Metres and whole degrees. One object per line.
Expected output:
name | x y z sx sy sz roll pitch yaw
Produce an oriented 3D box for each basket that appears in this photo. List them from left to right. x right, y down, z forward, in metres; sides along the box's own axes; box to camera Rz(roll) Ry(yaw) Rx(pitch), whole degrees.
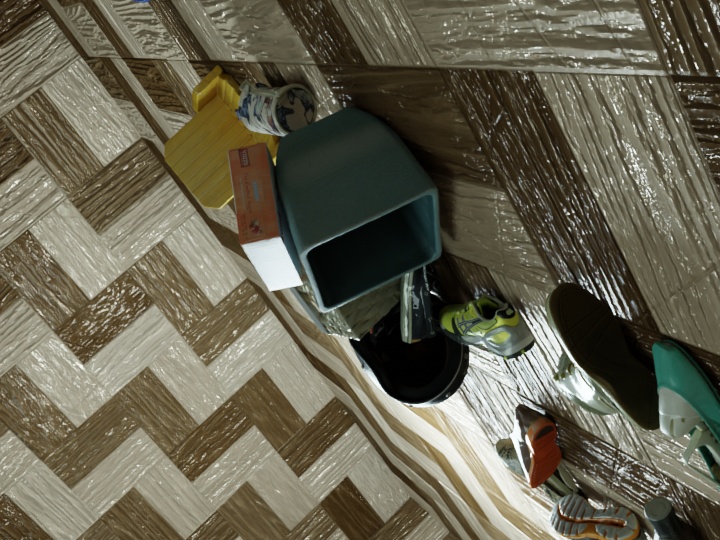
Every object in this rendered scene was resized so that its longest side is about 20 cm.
basket | 0.000 0.000 1.413 0.136 0.200 0.123 55 161 -27

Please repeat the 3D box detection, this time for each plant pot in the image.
plant pot | -0.019 -0.100 1.217 0.197 0.193 0.202 75 169 -63

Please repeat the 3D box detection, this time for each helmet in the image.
helmet | 0.091 0.130 1.495 0.191 0.201 0.199 43 170 -21

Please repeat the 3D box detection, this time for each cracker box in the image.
cracker box | -0.128 -0.068 1.216 0.200 0.057 0.136 77 -177 -70

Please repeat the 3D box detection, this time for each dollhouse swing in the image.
dollhouse swing | -0.275 -0.241 1.695 0.201 0.175 0.182 50 167 -1

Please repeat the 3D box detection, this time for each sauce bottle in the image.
sauce bottle | 0.470 0.411 1.291 0.201 0.064 0.064 58 164 -27

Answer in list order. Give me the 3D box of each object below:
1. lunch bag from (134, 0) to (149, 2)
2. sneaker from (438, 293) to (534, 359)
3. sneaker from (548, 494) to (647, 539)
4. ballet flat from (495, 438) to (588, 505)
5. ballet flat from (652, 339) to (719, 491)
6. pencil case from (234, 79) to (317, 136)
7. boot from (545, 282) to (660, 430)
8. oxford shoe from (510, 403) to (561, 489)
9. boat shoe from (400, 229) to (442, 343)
lunch bag | -0.309 -0.463 1.179 0.159 0.076 0.199 35 138 -21
sneaker | 0.181 0.068 1.305 0.199 0.075 0.078 12 128 59
sneaker | 0.409 0.449 1.533 0.077 0.079 0.199 43 158 -25
ballet flat | 0.342 0.370 1.635 0.199 0.068 0.076 41 144 13
ballet flat | 0.364 0.170 0.945 0.201 0.070 0.067 51 167 -7
pencil case | -0.135 -0.256 1.396 0.089 0.078 0.199 39 173 -27
boot | 0.272 0.104 1.076 0.201 0.072 0.155 50 170 -5
oxford shoe | 0.304 0.307 1.550 0.073 0.071 0.202 44 154 41
boat shoe | 0.094 0.016 1.349 0.075 0.061 0.204 -92 2 -69
